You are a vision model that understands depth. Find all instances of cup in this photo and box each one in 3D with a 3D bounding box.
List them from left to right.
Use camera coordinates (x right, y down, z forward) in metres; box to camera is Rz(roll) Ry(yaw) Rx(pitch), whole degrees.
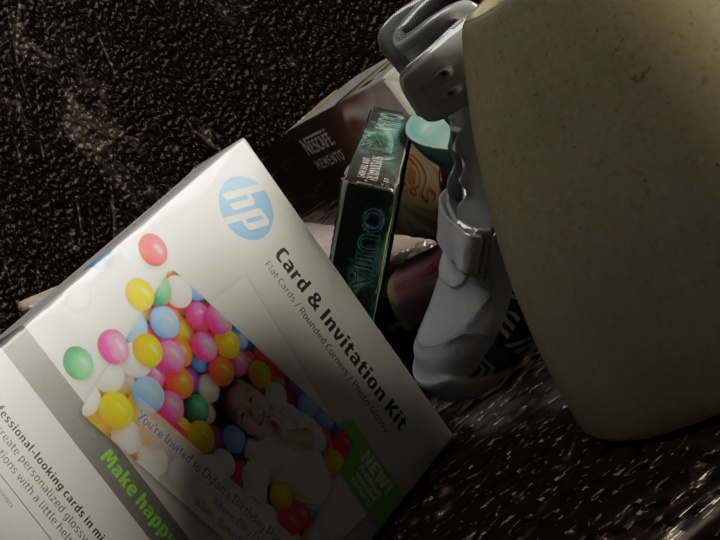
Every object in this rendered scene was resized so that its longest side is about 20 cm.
[{"bbox_3d":[0.116,-0.059,0.606,0.200,0.144,0.200,-37,9,7],"label":"cup"}]

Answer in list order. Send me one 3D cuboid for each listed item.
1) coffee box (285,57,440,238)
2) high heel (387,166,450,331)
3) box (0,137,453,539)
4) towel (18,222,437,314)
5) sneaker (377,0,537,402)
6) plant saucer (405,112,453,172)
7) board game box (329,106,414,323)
[{"bbox_3d":[0.040,-0.087,1.147,0.080,0.115,0.200,-41,10,-18],"label":"coffee box"},{"bbox_3d":[0.085,-0.031,0.888,0.096,0.068,0.200,-21,21,27],"label":"high heel"},{"bbox_3d":[-0.065,0.066,0.653,0.041,0.156,0.200,-25,15,44],"label":"box"},{"bbox_3d":[-0.081,0.012,1.059,0.190,0.033,0.199,-25,23,-37],"label":"towel"},{"bbox_3d":[0.048,-0.046,0.730,0.201,0.114,0.075,-60,19,17],"label":"sneaker"},{"bbox_3d":[0.122,-0.083,0.878,0.198,0.028,0.200,-13,18,4],"label":"plant saucer"},{"bbox_3d":[0.000,0.000,0.878,0.200,0.028,0.136,-74,-5,-74],"label":"board game box"}]
